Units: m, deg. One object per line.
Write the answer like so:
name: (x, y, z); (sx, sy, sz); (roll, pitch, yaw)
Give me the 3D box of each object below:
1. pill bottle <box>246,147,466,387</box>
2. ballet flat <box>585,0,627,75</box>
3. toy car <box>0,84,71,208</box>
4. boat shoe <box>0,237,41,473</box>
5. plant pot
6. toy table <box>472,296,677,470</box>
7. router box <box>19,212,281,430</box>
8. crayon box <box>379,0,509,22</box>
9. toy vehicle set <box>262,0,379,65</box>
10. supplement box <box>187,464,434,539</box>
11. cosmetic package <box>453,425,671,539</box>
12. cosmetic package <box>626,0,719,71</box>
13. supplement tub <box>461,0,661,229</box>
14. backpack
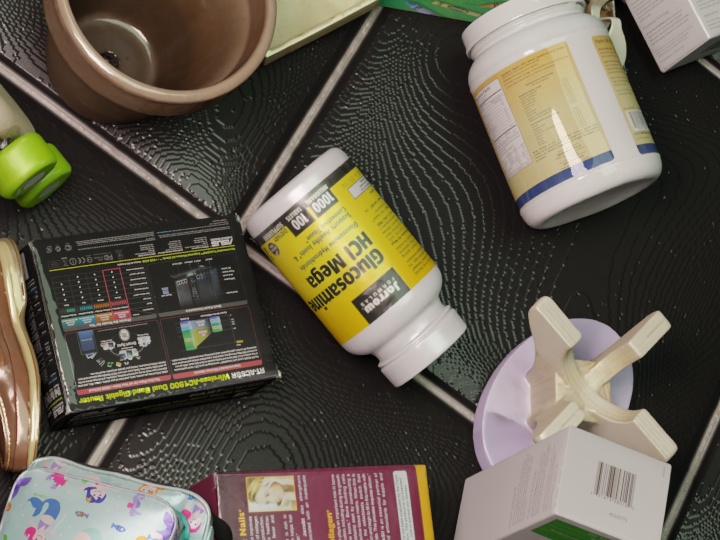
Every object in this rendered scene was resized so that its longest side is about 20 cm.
pill bottle: (0.000, 0.000, 1.727); (0.112, 0.112, 0.200); (-41, 93, -31)
ballet flat: (0.237, -0.254, 1.957); (0.071, 0.072, 0.202); (3, 71, -25)
toy car: (-0.368, -0.087, 1.592); (0.200, 0.158, 0.165); (-39, 88, -2)
boat shoe: (-0.301, 0.072, 1.584); (0.067, 0.072, 0.202); (-5, 70, -21)
plant pot: (-0.192, -0.206, 1.670); (0.199, 0.174, 0.202); (9, 68, -23)
toy table: (0.199, 0.110, 1.784); (0.183, 0.117, 0.201); (39, 61, -9)
router box: (-0.181, 0.042, 1.653); (0.198, 0.062, 0.151); (-8, 75, -28)
crayon box: (0.084, -0.314, 1.909); (0.198, 0.058, 0.120); (7, 70, -24)
toy vehicle set: (-0.081, -0.309, 1.820); (0.124, 0.027, 0.201); (-27, 85, -9)
supplement box: (-0.042, 0.228, 1.642); (0.198, 0.086, 0.111); (1, 72, -26)
cosmetic package: (0.171, 0.210, 1.685); (0.107, 0.200, 0.085); (21, 63, -15)
cosmetic package: (0.321, -0.321, 1.999); (0.107, 0.085, 0.201); (-20, 81, -36)
supplement tub: (0.188, -0.156, 1.854); (0.143, 0.144, 0.202); (-16, 80, -29)
backpack: (-0.206, 0.255, 1.503); (0.176, 0.151, 0.202); (12, 75, 18)
